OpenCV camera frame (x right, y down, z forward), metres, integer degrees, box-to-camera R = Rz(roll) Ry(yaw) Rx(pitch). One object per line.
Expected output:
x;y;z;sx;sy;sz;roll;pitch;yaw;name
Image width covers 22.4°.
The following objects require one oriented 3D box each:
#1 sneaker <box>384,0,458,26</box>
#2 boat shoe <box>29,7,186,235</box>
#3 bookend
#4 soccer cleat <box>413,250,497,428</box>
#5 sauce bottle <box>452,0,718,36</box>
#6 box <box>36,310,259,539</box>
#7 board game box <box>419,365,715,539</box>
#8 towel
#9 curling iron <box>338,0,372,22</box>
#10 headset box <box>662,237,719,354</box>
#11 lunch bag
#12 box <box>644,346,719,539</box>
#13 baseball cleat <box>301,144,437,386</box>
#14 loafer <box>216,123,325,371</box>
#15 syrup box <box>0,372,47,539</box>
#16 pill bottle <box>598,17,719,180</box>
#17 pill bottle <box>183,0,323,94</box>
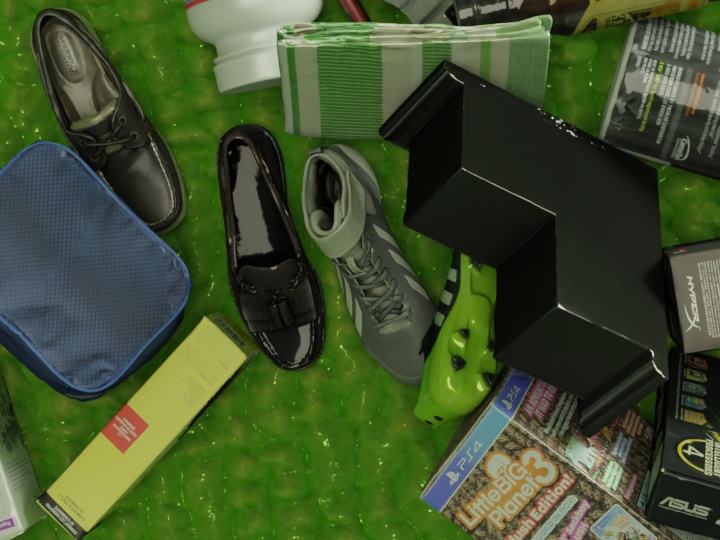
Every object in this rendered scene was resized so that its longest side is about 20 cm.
0.041;-0.243;1.393;0.200;0.091;0.066;42;137;-9;sneaker
-0.205;-0.117;1.431;0.072;0.065;0.201;-27;91;5;boat shoe
0.114;-0.015;1.303;0.198;0.201;0.092;24;137;-23;bookend
0.082;0.029;1.381;0.067;0.081;0.201;31;51;-14;soccer cleat
0.167;-0.207;1.330;0.198;0.066;0.067;-12;91;5;sauce bottle
-0.166;0.122;1.435;0.050;0.075;0.200;44;97;2;box
0.165;0.164;1.352;0.200;0.159;0.097;37;113;3;board game box
0.039;-0.142;1.353;0.198;0.153;0.024;-3;64;-1;towel
0.027;-0.170;1.426;0.049;0.026;0.201;-24;90;9;curling iron
0.326;0.006;1.344;0.198;0.149;0.076;-9;92;7;headset box
-0.236;0.001;1.406;0.200;0.132;0.136;46;75;0;lunch bag
0.294;0.137;1.328;0.160;0.200;0.049;18;116;5;box
0.000;0.000;1.397;0.069;0.106;0.201;-26;85;18;baseball cleat
-0.077;-0.016;1.425;0.071;0.063;0.201;-13;91;6;loafer
-0.324;0.121;1.447;0.081;0.079;0.201;-17;91;6;syrup box
0.287;-0.117;1.364;0.199;0.106;0.107;17;94;5;pill bottle
-0.088;-0.242;1.393;0.108;0.109;0.202;-12;92;6;pill bottle
